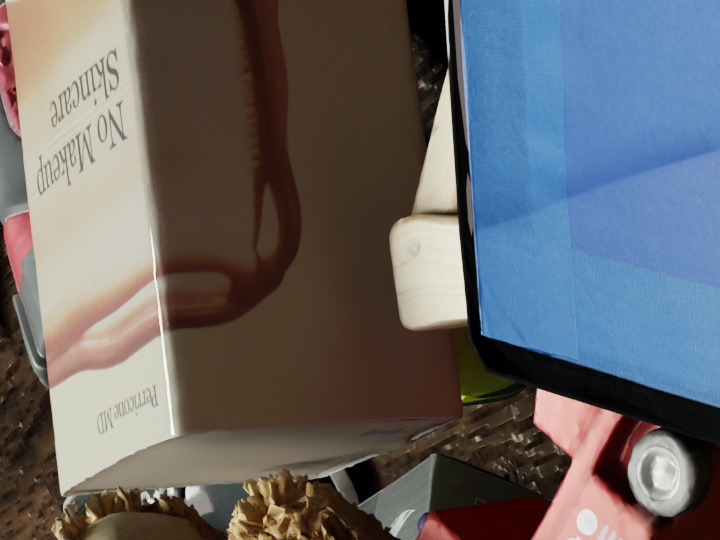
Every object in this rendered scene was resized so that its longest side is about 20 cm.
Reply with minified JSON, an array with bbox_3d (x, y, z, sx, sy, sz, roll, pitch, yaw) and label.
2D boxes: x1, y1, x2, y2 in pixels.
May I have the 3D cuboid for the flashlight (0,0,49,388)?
[{"bbox_3d":[-0.097,-0.051,0.957,0.068,0.067,0.201,106,153,-48],"label":"flashlight"}]

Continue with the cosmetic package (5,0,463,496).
[{"bbox_3d":[-0.041,-0.045,0.801,0.103,0.087,0.201,-31,64,61],"label":"cosmetic package"}]

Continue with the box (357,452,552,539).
[{"bbox_3d":[-0.008,0.179,0.910,0.048,0.201,0.158,22,146,-23],"label":"box"}]

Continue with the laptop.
[{"bbox_3d":[0.049,-0.034,0.513,0.177,0.104,0.200,15,174,39],"label":"laptop"}]

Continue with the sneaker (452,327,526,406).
[{"bbox_3d":[0.000,0.000,0.907,0.200,0.074,0.084,179,89,-66],"label":"sneaker"}]

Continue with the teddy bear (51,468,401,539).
[{"bbox_3d":[-0.005,0.116,0.758,0.145,0.200,0.067,45,108,21],"label":"teddy bear"}]

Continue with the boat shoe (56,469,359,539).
[{"bbox_3d":[-0.062,0.095,1.114,0.076,0.060,0.200,59,155,1],"label":"boat shoe"}]

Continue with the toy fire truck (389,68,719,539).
[{"bbox_3d":[0.050,0.005,0.709,0.141,0.049,0.201,43,120,33],"label":"toy fire truck"}]
